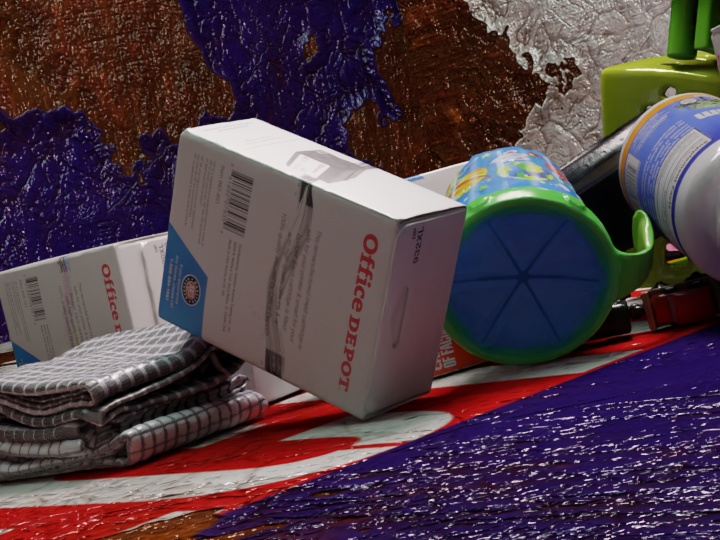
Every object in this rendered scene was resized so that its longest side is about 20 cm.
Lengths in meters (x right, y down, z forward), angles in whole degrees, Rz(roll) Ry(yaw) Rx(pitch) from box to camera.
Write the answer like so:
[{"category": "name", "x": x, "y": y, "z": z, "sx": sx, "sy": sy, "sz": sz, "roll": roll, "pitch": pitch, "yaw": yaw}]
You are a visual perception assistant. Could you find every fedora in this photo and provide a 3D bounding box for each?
[{"category": "fedora", "x": 0.206, "y": -0.059, "z": 1.530, "sx": 0.200, "sy": 0.092, "sz": 0.201, "roll": -34, "pitch": 0, "yaw": 0}]

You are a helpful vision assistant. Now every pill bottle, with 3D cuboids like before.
[{"category": "pill bottle", "x": 0.266, "y": -0.054, "z": 1.353, "sx": 0.111, "sy": 0.113, "sz": 0.200, "roll": -13, "pitch": 19, "yaw": -8}]

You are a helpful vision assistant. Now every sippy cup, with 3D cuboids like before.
[{"category": "sippy cup", "x": 0.112, "y": -0.022, "z": 1.378, "sx": 0.140, "sy": 0.177, "sz": 0.131, "roll": -51, "pitch": 19, "yaw": 22}]

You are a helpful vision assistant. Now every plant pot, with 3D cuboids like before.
[{"category": "plant pot", "x": 0.343, "y": -0.095, "z": 1.657, "sx": 0.181, "sy": 0.200, "sz": 0.199, "roll": -1, "pitch": 9, "yaw": 41}]

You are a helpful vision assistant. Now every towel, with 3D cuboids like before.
[{"category": "towel", "x": -0.195, "y": 0.095, "z": 1.413, "sx": 0.199, "sy": 0.086, "sz": 0.165, "roll": -10, "pitch": 5, "yaw": 40}]

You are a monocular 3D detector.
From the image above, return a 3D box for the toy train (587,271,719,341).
[{"category": "toy train", "x": 0.240, "y": 0.022, "z": 1.385, "sx": 0.199, "sy": 0.034, "sz": 0.046, "roll": -13, "pitch": 6, "yaw": 10}]

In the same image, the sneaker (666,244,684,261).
[{"category": "sneaker", "x": 0.304, "y": -0.037, "z": 1.930, "sx": 0.199, "sy": 0.080, "sz": 0.095, "roll": -12, "pitch": -9, "yaw": -8}]

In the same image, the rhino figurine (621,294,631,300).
[{"category": "rhino figurine", "x": 0.160, "y": 0.014, "z": 1.628, "sx": 0.087, "sy": 0.060, "sz": 0.200, "roll": -18, "pitch": 7, "yaw": -34}]

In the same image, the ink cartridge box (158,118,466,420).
[{"category": "ink cartridge box", "x": -0.037, "y": -0.005, "z": 1.322, "sx": 0.199, "sy": 0.146, "sz": 0.083, "roll": 24, "pitch": 24, "yaw": 33}]

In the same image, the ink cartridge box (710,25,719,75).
[{"category": "ink cartridge box", "x": 0.285, "y": -0.064, "z": 1.170, "sx": 0.082, "sy": 0.201, "sz": 0.147, "roll": -13, "pitch": 3, "yaw": 3}]

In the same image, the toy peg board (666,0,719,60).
[{"category": "toy peg board", "x": 0.361, "y": -0.220, "z": 1.575, "sx": 0.198, "sy": 0.099, "sz": 0.200, "roll": 9, "pitch": -4, "yaw": -28}]

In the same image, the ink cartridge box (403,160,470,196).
[{"category": "ink cartridge box", "x": 0.035, "y": -0.010, "z": 1.727, "sx": 0.144, "sy": 0.085, "sz": 0.200, "roll": -17, "pitch": -17, "yaw": -24}]

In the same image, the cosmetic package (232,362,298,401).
[{"category": "cosmetic package", "x": -0.092, "y": 0.078, "z": 1.601, "sx": 0.150, "sy": 0.052, "sz": 0.200, "roll": -9, "pitch": 5, "yaw": 34}]

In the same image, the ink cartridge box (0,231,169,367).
[{"category": "ink cartridge box", "x": -0.241, "y": 0.046, "z": 1.917, "sx": 0.199, "sy": 0.148, "sz": 0.144, "roll": -10, "pitch": 4, "yaw": 43}]

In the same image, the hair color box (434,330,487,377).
[{"category": "hair color box", "x": 0.079, "y": 0.039, "z": 1.481, "sx": 0.199, "sy": 0.064, "sz": 0.111, "roll": -16, "pitch": 4, "yaw": -23}]
